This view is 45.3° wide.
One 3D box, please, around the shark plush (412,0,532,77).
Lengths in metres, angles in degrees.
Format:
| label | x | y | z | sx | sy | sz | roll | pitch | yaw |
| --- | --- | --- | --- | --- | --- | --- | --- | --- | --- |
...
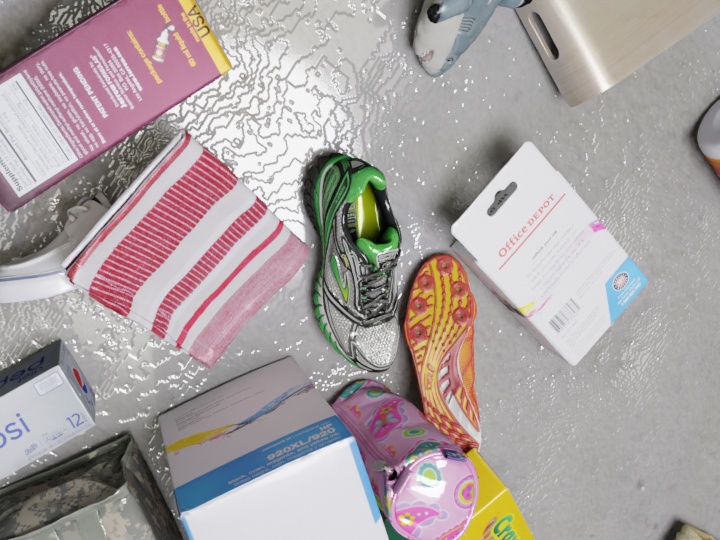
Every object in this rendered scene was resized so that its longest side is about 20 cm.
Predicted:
| label | x | y | z | sx | sy | sz | roll | pitch | yaw |
| --- | --- | --- | --- | --- | --- | --- | --- | --- | --- |
| shark plush | 0.121 | -0.261 | 0.756 | 0.200 | 0.091 | 0.083 | -43 | 128 | 2 |

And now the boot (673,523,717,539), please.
| label | x | y | z | sx | sy | sz | roll | pitch | yaw |
| --- | --- | --- | --- | --- | --- | --- | --- | --- | --- |
| boot | 0.399 | 0.398 | 1.005 | 0.199 | 0.073 | 0.156 | 38 | 93 | -16 |

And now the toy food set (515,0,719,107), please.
| label | x | y | z | sx | sy | sz | roll | pitch | yaw |
| --- | --- | --- | --- | --- | --- | --- | --- | --- | --- |
| toy food set | 0.244 | -0.269 | 0.811 | 0.198 | 0.060 | 0.145 | -34 | 99 | -8 |

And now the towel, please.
| label | x | y | z | sx | sy | sz | roll | pitch | yaw |
| --- | --- | --- | --- | --- | --- | --- | --- | --- | --- |
| towel | -0.133 | -0.008 | 0.712 | 0.144 | 0.023 | 0.200 | -49 | 145 | -3 |

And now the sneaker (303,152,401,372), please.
| label | x | y | z | sx | sy | sz | roll | pitch | yaw |
| --- | --- | --- | --- | --- | --- | --- | --- | --- | --- |
| sneaker | 0.000 | 0.000 | 0.772 | 0.077 | 0.085 | 0.204 | -20 | 109 | -24 |

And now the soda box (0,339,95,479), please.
| label | x | y | z | sx | sy | sz | roll | pitch | yaw |
| --- | --- | --- | --- | --- | --- | --- | --- | --- | --- |
| soda box | -0.323 | 0.141 | 0.719 | 0.197 | 0.068 | 0.064 | -29 | 111 | -8 |

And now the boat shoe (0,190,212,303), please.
| label | x | y | z | sx | sy | sz | roll | pitch | yaw |
| --- | --- | --- | --- | --- | --- | --- | --- | --- | --- |
| boat shoe | -0.213 | -0.032 | 0.716 | 0.197 | 0.073 | 0.067 | -22 | 106 | -22 |

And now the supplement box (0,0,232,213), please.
| label | x | y | z | sx | sy | sz | roll | pitch | yaw |
| --- | --- | --- | --- | --- | --- | --- | --- | --- | --- |
| supplement box | -0.207 | -0.141 | 0.664 | 0.198 | 0.110 | 0.087 | -34 | 111 | -6 |

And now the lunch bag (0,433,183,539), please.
| label | x | y | z | sx | sy | sz | roll | pitch | yaw |
| --- | --- | --- | --- | --- | --- | --- | --- | --- | --- |
| lunch bag | -0.258 | 0.266 | 0.746 | 0.197 | 0.118 | 0.167 | -23 | 109 | -5 |

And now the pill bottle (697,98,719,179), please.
| label | x | y | z | sx | sy | sz | roll | pitch | yaw |
| --- | --- | --- | --- | --- | --- | --- | --- | --- | --- |
| pill bottle | 0.439 | -0.090 | 0.879 | 0.112 | 0.112 | 0.200 | -44 | 112 | -3 |

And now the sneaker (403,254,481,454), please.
| label | x | y | z | sx | sy | sz | roll | pitch | yaw |
| --- | --- | --- | --- | --- | --- | --- | --- | --- | --- |
| sneaker | 0.079 | 0.087 | 0.839 | 0.071 | 0.077 | 0.205 | -2 | 90 | 3 |

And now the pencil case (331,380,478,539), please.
| label | x | y | z | sx | sy | sz | roll | pitch | yaw |
| --- | --- | --- | --- | --- | --- | --- | --- | --- | --- |
| pencil case | 0.031 | 0.163 | 0.764 | 0.085 | 0.200 | 0.090 | -3 | 102 | -17 |

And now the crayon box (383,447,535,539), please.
| label | x | y | z | sx | sy | sz | roll | pitch | yaw |
| --- | --- | --- | --- | --- | --- | --- | --- | --- | --- |
| crayon box | 0.083 | 0.283 | 0.839 | 0.171 | 0.058 | 0.201 | -37 | 140 | -4 |

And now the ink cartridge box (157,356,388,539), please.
| label | x | y | z | sx | sy | sz | roll | pitch | yaw |
| --- | --- | --- | --- | --- | --- | --- | --- | --- | --- |
| ink cartridge box | -0.076 | 0.192 | 0.738 | 0.142 | 0.200 | 0.150 | -22 | 109 | -13 |

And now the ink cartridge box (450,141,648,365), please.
| label | x | y | z | sx | sy | sz | roll | pitch | yaw |
| --- | --- | --- | --- | --- | --- | --- | --- | --- | --- |
| ink cartridge box | 0.171 | -0.020 | 0.835 | 0.115 | 0.068 | 0.200 | -47 | 112 | -2 |
